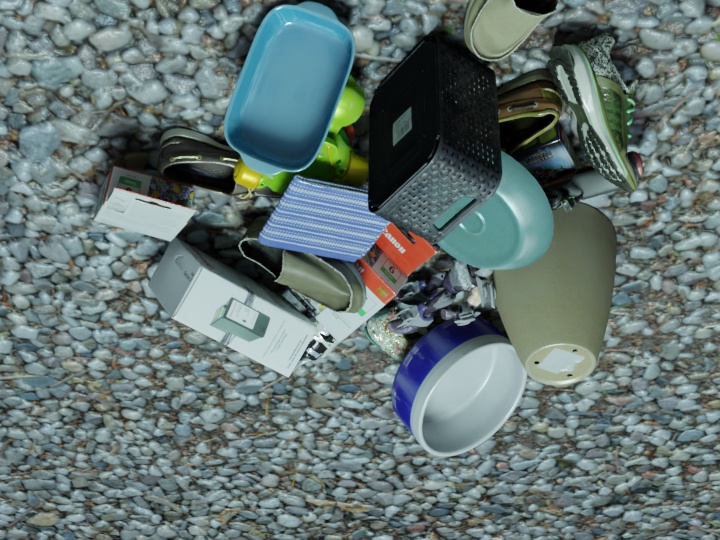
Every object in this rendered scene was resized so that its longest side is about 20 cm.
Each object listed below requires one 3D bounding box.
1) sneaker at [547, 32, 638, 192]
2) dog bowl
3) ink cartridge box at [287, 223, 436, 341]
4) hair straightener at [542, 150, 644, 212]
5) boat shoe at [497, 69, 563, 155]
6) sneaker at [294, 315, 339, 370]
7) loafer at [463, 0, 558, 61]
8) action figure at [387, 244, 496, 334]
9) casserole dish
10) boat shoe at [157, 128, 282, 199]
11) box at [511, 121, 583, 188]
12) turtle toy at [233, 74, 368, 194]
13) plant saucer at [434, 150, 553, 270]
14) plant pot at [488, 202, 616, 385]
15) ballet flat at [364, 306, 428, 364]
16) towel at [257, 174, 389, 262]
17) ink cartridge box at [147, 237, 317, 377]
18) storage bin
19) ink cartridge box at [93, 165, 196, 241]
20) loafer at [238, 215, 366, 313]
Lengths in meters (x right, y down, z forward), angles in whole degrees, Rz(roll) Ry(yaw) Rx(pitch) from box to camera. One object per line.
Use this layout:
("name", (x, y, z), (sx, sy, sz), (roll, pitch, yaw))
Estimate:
("sneaker", (0.296, -0.186, 1.499), (0.088, 0.077, 0.202), (-30, 111, -9))
("dog bowl", (0.145, 0.169, 1.892), (0.198, 0.079, 0.202), (-21, 132, -25))
("ink cartridge box", (0.000, 0.000, 1.748), (0.109, 0.050, 0.200), (45, 129, -5))
("hair straightener", (0.249, -0.100, 1.593), (0.197, 0.077, 0.041), (-11, 107, 23))
("boat shoe", (0.156, -0.170, 1.566), (0.199, 0.069, 0.072), (-31, 131, 33))
("sneaker", (-0.048, 0.089, 1.885), (0.071, 0.073, 0.199), (32, 131, -29))
("loafer", (0.175, -0.298, 1.411), (0.075, 0.069, 0.201), (16, 138, -17))
("action figure", (0.117, 0.022, 1.764), (0.069, 0.132, 0.200), (13, 149, -31))
("casserole dish", (-0.078, -0.205, 1.468), (0.120, 0.203, 0.039), (21, 180, 10))
("boat shoe", (-0.161, -0.123, 1.641), (0.197, 0.060, 0.072), (15, 139, -16))
("box", (0.184, -0.113, 1.660), (0.198, 0.035, 0.110), (-19, 136, 23))
("turtle toy", (-0.059, -0.158, 1.557), (0.144, 0.102, 0.200), (19, 146, -22))
("plant saucer", (0.142, -0.070, 1.598), (0.198, 0.036, 0.202), (23, 140, 20))
("plant pot", (0.258, 0.043, 1.717), (0.184, 0.202, 0.189), (1, 140, 1))
("ballet flat", (0.085, 0.118, 1.918), (0.064, 0.076, 0.199), (-37, 133, 16))
("towel", (-0.039, -0.065, 1.593), (0.143, 0.024, 0.200), (9, 157, -15))
("ink cartridge box", (-0.179, 0.049, 1.772), (0.199, 0.146, 0.085), (30, 94, -29))
("storage bin", (0.083, -0.152, 1.486), (0.093, 0.202, 0.135), (25, 135, -26))
("ink cartridge box", (-0.270, -0.090, 1.628), (0.107, 0.051, 0.200), (15, 166, -15))
("loafer", (-0.082, 0.002, 1.708), (0.198, 0.069, 0.076), (29, 124, 20))
